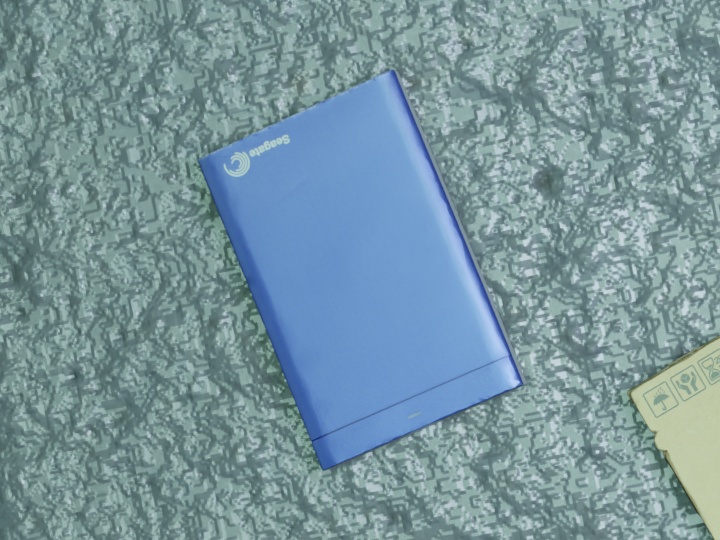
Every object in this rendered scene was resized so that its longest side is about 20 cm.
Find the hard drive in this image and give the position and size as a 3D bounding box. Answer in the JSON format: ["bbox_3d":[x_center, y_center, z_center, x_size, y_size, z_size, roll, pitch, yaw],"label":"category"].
[{"bbox_3d":[0.000,0.000,1.532,0.131,0.025,0.201,-24,84,12],"label":"hard drive"}]

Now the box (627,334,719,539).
[{"bbox_3d":[0.277,0.088,1.469,0.199,0.021,0.164,-32,83,10],"label":"box"}]
